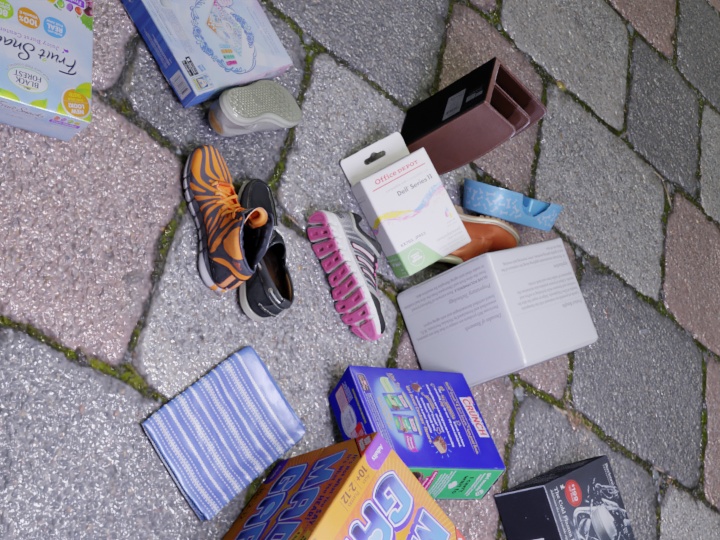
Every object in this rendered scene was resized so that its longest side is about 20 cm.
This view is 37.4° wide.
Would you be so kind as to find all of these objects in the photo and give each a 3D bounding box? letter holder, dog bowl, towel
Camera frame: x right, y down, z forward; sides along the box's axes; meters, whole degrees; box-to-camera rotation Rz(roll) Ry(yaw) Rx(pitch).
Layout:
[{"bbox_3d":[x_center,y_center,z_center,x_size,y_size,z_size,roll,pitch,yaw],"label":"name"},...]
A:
[{"bbox_3d":[0.181,-0.221,1.699,0.142,0.199,0.101,37,50,-26],"label":"letter holder"},{"bbox_3d":[0.252,-0.108,1.788,0.199,0.111,0.050,12,97,-40],"label":"dog bowl"},{"bbox_3d":[-0.163,0.197,1.321,0.200,0.024,0.145,-37,98,-45],"label":"towel"}]

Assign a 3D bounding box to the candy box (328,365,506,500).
[{"bbox_3d":[0.076,0.220,1.442,0.199,0.077,0.170,7,42,-32],"label":"candy box"}]

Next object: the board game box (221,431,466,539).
[{"bbox_3d":[-0.028,0.347,1.257,0.200,0.199,0.200,51,45,-13],"label":"board game box"}]

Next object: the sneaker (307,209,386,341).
[{"bbox_3d":[0.000,0.000,1.522,0.087,0.074,0.201,-18,80,-40],"label":"sneaker"}]

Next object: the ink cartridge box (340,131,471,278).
[{"bbox_3d":[0.066,-0.104,1.601,0.117,0.067,0.201,-29,93,-13],"label":"ink cartridge box"}]

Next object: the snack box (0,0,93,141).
[{"bbox_3d":[-0.406,-0.273,1.264,0.168,0.067,0.202,13,66,-40],"label":"snack box"}]

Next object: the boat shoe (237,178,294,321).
[{"bbox_3d":[-0.123,-0.035,1.427,0.072,0.067,0.202,17,58,-43],"label":"boat shoe"}]

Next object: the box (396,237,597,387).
[{"bbox_3d":[0.206,0.071,1.598,0.198,0.199,0.173,-12,78,-46],"label":"box"}]

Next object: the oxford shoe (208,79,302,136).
[{"bbox_3d":[-0.149,-0.224,1.498,0.076,0.058,0.200,60,29,5],"label":"oxford shoe"}]

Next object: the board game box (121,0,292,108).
[{"bbox_3d":[-0.217,-0.344,1.482,0.199,0.043,0.201,-30,90,-45],"label":"board game box"}]

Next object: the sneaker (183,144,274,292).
[{"bbox_3d":[-0.163,-0.080,1.376,0.077,0.112,0.202,-2,74,-44],"label":"sneaker"}]

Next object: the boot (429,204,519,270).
[{"bbox_3d":[0.175,-0.037,1.712,0.199,0.075,0.108,11,68,-31],"label":"boot"}]

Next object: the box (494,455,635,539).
[{"bbox_3d":[0.325,0.408,1.632,0.181,0.104,0.202,-11,80,-46],"label":"box"}]
